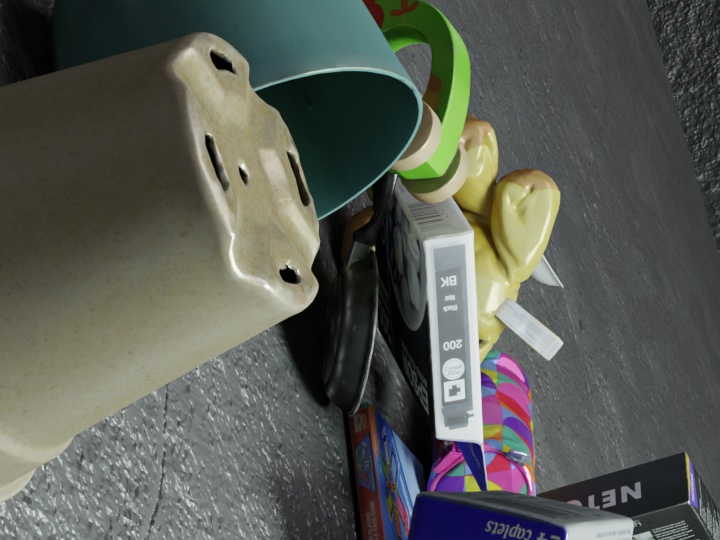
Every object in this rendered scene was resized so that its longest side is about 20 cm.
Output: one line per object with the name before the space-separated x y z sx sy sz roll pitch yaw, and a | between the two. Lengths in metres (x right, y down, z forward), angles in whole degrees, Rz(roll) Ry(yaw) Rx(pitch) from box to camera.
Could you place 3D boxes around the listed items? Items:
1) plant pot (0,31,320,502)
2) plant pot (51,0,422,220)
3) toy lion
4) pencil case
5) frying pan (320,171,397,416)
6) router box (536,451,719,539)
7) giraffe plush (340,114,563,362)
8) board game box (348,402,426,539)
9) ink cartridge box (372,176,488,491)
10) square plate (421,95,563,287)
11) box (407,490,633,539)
plant pot | -0.125 -0.014 0.972 0.201 0.182 0.201 56 22 -37
plant pot | -0.086 -0.122 1.215 0.162 0.200 0.200 65 14 21
toy lion | -0.017 -0.139 1.442 0.069 0.199 0.193 42 51 -52
pencil case | 0.093 0.131 1.622 0.200 0.088 0.089 -81 147 -71
frying pan | 0.001 0.010 1.438 0.115 0.031 0.191 -97 -163 -58
router box | 0.186 0.231 1.627 0.158 0.199 0.052 57 24 -37
giraffe plush | 0.076 -0.017 1.687 0.201 0.172 0.162 57 -3 -7
board game box | 0.028 0.201 1.480 0.103 0.019 0.201 54 23 -49
ink cartridge box | 0.047 0.034 1.491 0.198 0.043 0.202 -117 -160 -67
square plate | 0.089 -0.086 1.878 0.200 0.028 0.198 54 3 39
box | 0.090 0.247 1.345 0.184 0.104 0.202 15 85 -69
